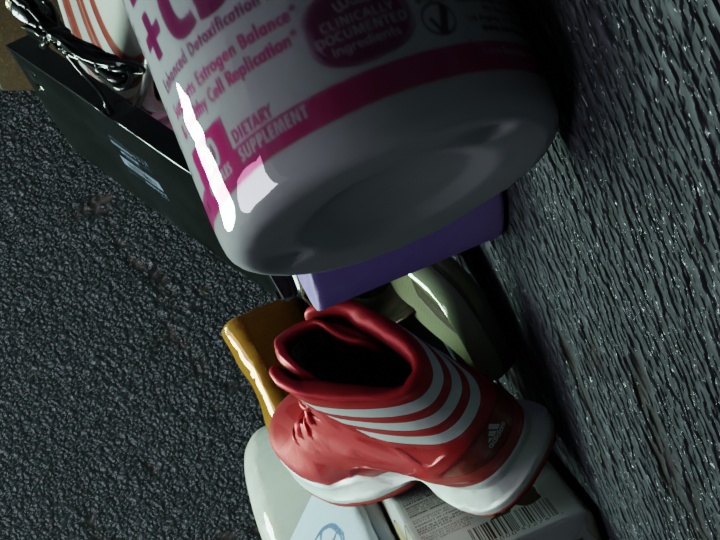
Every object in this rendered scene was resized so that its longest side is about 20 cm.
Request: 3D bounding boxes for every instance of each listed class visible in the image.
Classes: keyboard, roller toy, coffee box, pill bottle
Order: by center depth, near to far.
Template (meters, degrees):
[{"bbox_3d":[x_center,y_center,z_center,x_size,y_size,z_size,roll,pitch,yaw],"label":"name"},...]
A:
[{"bbox_3d":[-0.026,-0.110,0.681,0.113,0.113,0.201,82,165,-74],"label":"pill bottle"},{"bbox_3d":[-0.104,-0.067,0.978,0.200,0.021,0.127,33,159,44],"label":"keyboard"},{"bbox_3d":[0.066,0.142,1.036,0.200,0.079,0.114,-126,14,-73],"label":"coffee box"},{"bbox_3d":[0.004,0.191,1.682,0.183,0.139,0.201,-86,-26,-75],"label":"roller toy"}]

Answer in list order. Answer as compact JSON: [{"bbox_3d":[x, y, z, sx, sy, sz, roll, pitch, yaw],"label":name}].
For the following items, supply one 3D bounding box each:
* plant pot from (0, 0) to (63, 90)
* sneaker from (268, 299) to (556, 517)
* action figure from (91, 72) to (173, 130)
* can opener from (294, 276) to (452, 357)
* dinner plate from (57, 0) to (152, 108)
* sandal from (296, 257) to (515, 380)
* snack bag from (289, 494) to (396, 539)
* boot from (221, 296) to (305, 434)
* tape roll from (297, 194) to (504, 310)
[{"bbox_3d":[-0.169,-0.202,1.465,0.187,0.199,0.188,158,90,-85],"label":"plant pot"},{"bbox_3d":[-0.006,0.050,0.985,0.115,0.079,0.199,40,155,-26],"label":"sneaker"},{"bbox_3d":[-0.046,-0.089,1.150,0.199,0.135,0.149,34,164,-22],"label":"action figure"},{"bbox_3d":[0.022,0.041,1.234,0.201,0.078,0.063,57,170,9],"label":"can opener"},{"bbox_3d":[-0.123,-0.172,1.014,0.200,0.024,0.202,167,90,-70],"label":"dinner plate"},{"bbox_3d":[0.000,0.000,1.036,0.080,0.057,0.201,53,173,-38],"label":"sandal"},{"bbox_3d":[-0.030,0.217,1.066,0.021,0.201,0.189,22,-167,-21],"label":"snack bag"},{"bbox_3d":[-0.002,0.076,1.270,0.145,0.071,0.201,60,-162,14],"label":"boot"},{"bbox_3d":[-0.017,-0.091,0.884,0.200,0.084,0.201,157,90,-85],"label":"tape roll"}]
